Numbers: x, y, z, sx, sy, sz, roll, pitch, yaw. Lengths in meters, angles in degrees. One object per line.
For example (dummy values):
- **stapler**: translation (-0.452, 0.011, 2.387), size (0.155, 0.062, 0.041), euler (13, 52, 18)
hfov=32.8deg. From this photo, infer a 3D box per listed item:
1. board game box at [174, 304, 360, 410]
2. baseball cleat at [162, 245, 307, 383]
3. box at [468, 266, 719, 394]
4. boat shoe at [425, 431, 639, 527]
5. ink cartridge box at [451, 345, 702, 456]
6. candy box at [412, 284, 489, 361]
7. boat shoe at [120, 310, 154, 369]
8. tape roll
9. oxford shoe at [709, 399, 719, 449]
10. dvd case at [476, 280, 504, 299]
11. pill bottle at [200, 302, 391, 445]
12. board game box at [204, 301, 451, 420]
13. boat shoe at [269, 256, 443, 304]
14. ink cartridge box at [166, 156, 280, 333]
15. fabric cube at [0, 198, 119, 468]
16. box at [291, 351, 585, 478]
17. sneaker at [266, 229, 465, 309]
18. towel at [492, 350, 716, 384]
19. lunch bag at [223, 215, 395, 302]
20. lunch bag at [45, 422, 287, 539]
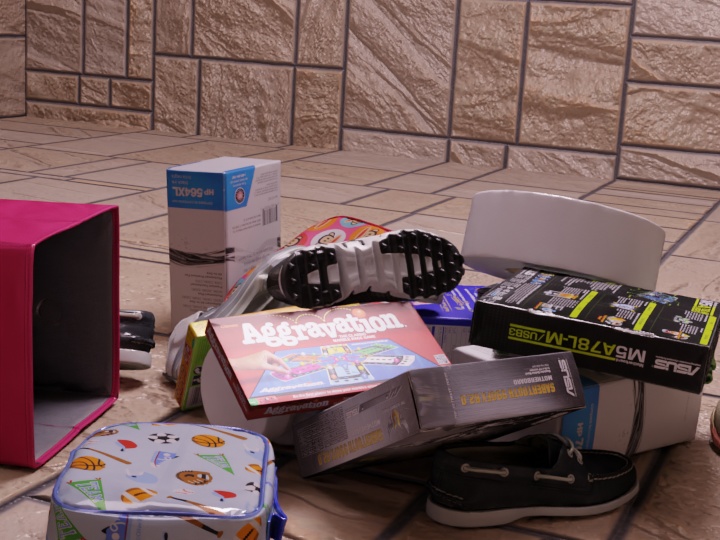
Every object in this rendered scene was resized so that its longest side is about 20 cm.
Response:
- **board game box**: translation (-0.082, 0.079, 1.208), size (0.200, 0.096, 0.030), euler (-7, 41, -29)
- **baseball cleat**: translation (-0.133, 0.041, 1.284), size (0.106, 0.070, 0.200), euler (9, 46, 49)
- **box**: translation (0.211, 0.046, 1.064), size (0.193, 0.048, 0.200), euler (13, 13, 17)
- **boat shoe**: translation (0.146, 0.163, 0.994), size (0.200, 0.061, 0.076), euler (-4, 15, -31)
- **ink cartridge box**: translation (0.205, 0.117, 1.163), size (0.200, 0.086, 0.146), euler (-4, 14, -37)
- **candy box**: translation (0.142, 0.068, 1.389), size (0.199, 0.077, 0.169), euler (4, 12, -5)
- **boat shoe**: translation (-0.311, 0.062, 1.256), size (0.199, 0.060, 0.076), euler (7, -16, -7)
- **tape roll**: translation (0.205, -0.023, 1.246), size (0.202, 0.071, 0.202), euler (12, -6, 1)
- **oxford shoe**: translation (0.372, 0.142, 1.117), size (0.071, 0.074, 0.200), euler (3, 12, -4)
- **dvd case**: translation (0.241, 0.036, 1.334), size (0.200, 0.016, 0.149), euler (11, 9, 21)
- **pill bottle**: translation (-0.040, 0.096, 1.124), size (0.200, 0.114, 0.114), euler (-9, 17, -44)
- **board game box**: translation (-0.022, 0.073, 1.043), size (0.200, 0.019, 0.103), euler (-5, 42, -30)
- **boat shoe**: translation (0.001, 0.018, 1.265), size (0.200, 0.070, 0.071), euler (-3, 13, -28)
- **ink cartridge box**: translation (-0.160, -0.028, 1.465), size (0.084, 0.201, 0.146), euler (6, 12, 22)
- **fabric cube**: translation (-0.343, 0.043, 1.094), size (0.199, 0.197, 0.200), euler (6, 13, 9)
- **box**: translation (0.058, 0.119, 0.992), size (0.158, 0.048, 0.200), euler (-4, -16, -32)
- **sneaker**: translation (0.000, 0.000, 1.139), size (0.200, 0.067, 0.090), euler (-6, 0, -29)
- **towel**: translation (0.233, 0.061, 1.158), size (0.199, 0.031, 0.149), euler (7, 14, 14)
- **lunch bag**: translation (-0.038, 0.023, 1.375), size (0.200, 0.082, 0.176), euler (-38, 31, -25)
- **lunch bag**: translation (-0.132, 0.168, 0.870), size (0.160, 0.076, 0.200), euler (5, 11, -3)
